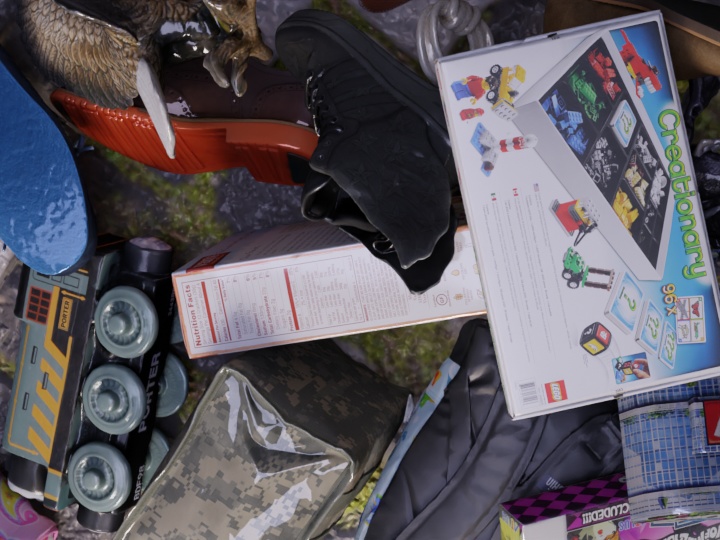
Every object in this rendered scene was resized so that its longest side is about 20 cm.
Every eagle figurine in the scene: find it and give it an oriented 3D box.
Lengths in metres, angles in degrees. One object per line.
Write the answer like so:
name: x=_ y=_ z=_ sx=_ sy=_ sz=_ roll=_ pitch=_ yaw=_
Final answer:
eagle figurine: x=-0.152 y=-0.168 z=1.232 sx=0.199 sy=0.151 sz=0.153 roll=16 pitch=111 yaw=9

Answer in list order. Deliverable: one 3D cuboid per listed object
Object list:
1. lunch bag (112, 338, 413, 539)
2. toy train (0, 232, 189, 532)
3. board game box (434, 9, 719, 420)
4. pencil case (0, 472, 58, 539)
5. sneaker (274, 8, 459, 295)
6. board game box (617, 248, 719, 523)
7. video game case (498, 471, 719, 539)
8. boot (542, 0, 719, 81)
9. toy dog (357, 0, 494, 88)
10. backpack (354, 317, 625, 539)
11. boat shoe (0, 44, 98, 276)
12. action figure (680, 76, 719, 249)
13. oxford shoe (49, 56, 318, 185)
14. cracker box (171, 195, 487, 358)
lunch bag: x=-0.072 y=0.148 z=1.276 sx=0.117 sy=0.164 sz=0.200 roll=36 pitch=106 yaw=6
toy train: x=-0.174 y=0.067 z=1.332 sx=0.113 sy=0.085 sz=0.201 roll=18 pitch=106 yaw=21
board game box: x=0.122 y=-0.030 z=1.119 sx=0.125 sy=0.035 sz=0.201 roll=-12 pitch=92 yaw=0
pencil case: x=-0.300 y=0.145 z=1.372 sx=0.200 sy=0.087 sz=0.088 roll=36 pitch=106 yaw=5
sneaker: x=-0.005 y=-0.073 z=1.184 sx=0.199 sy=0.060 sz=0.104 roll=36 pitch=66 yaw=30
board game box: x=0.251 y=0.086 z=1.172 sx=0.199 sy=0.062 sz=0.201 roll=-3 pitch=77 yaw=-13
video game case: x=0.180 y=0.201 z=1.228 sx=0.199 sy=0.036 sz=0.182 roll=-11 pitch=114 yaw=-19
boot: x=0.174 y=-0.122 z=1.176 sx=0.073 sy=0.200 sz=0.076 roll=7 pitch=102 yaw=-34
toy dog: x=0.010 y=-0.204 z=1.209 sx=0.200 sy=0.096 sz=0.132 roll=43 pitch=69 yaw=-30
backpack: x=0.079 y=0.153 z=1.265 sx=0.163 sy=0.154 sz=0.201 roll=31 pitch=83 yaw=-1
boat shoe: x=-0.215 y=-0.088 z=1.294 sx=0.084 sy=0.069 sz=0.201 roll=-27 pitch=78 yaw=7
action figure: x=0.239 y=-0.078 z=1.197 sx=0.200 sy=0.102 sz=0.119 roll=-29 pitch=112 yaw=38
oxford shoe: x=-0.100 y=-0.105 z=1.298 sx=0.199 sy=0.071 sz=0.073 roll=11 pitch=69 yaw=18
cracker box: x=0.000 y=0.000 z=1.249 sx=0.199 sy=0.134 sz=0.058 roll=-8 pitch=99 yaw=14
